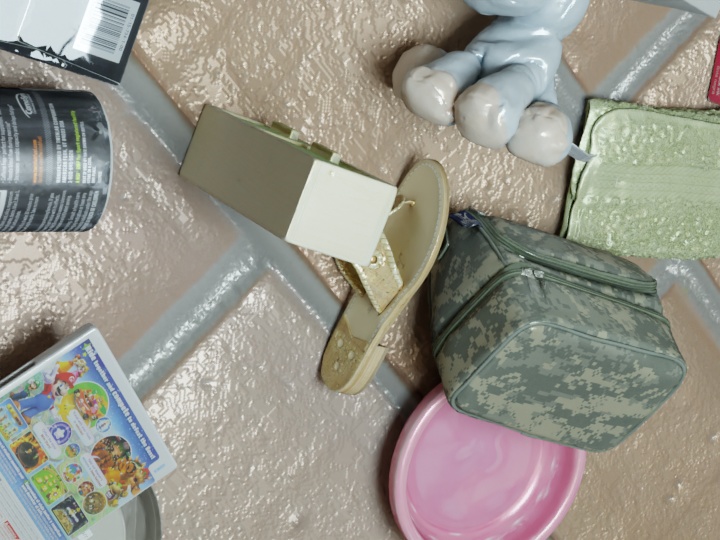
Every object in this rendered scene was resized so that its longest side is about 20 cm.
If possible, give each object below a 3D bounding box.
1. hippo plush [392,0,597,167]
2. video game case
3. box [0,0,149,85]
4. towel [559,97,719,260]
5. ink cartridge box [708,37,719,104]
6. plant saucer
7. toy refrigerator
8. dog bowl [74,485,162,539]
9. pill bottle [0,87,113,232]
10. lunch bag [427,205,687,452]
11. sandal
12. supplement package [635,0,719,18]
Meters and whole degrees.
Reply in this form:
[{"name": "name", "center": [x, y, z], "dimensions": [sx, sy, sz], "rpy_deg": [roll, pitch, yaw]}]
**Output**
[{"name": "hippo plush", "center": [0.137, -0.181, 1.444], "dimensions": [0.200, 0.159, 0.161], "rpy_deg": [13, 106, -30]}, {"name": "video game case", "center": [-0.253, 0.151, 1.361], "dimensions": [0.200, 0.018, 0.143], "rpy_deg": [-34, 118, -15]}, {"name": "box", "center": [-0.209, -0.250, 1.266], "dimensions": [0.132, 0.115, 0.200], "rpy_deg": [16, 99, -33]}, {"name": "towel", "center": [0.273, -0.078, 1.632], "dimensions": [0.200, 0.036, 0.149], "rpy_deg": [2, 106, -29]}, {"name": "ink cartridge box", "center": [0.431, -0.162, 1.594], "dimensions": [0.145, 0.200, 0.084], "rpy_deg": [5, 103, -30]}, {"name": "plant saucer", "center": [0.108, 0.171, 1.615], "dimensions": [0.200, 0.051, 0.201], "rpy_deg": [-9, 109, -26]}, {"name": "toy refrigerator", "center": [-0.057, -0.070, 1.357], "dimensions": [0.076, 0.200, 0.070], "rpy_deg": [18, 97, -31]}, {"name": "dog bowl", "center": [-0.259, 0.214, 1.422], "dimensions": [0.200, 0.059, 0.200], "rpy_deg": [-10, 111, -26]}, {"name": "pill bottle", "center": [-0.286, -0.080, 1.284], "dimensions": [0.200, 0.106, 0.106], "rpy_deg": [0, 106, -29]}, {"name": "lunch bag", "center": [0.157, 0.040, 1.530], "dimensions": [0.200, 0.168, 0.139], "rpy_deg": [16, 129, -28]}, {"name": "sandal", "center": [0.003, 0.002, 1.486], "dimensions": [0.070, 0.078, 0.212], "rpy_deg": [14, 104, -37]}, {"name": "supplement package", "center": [0.215, -0.308, 1.476], "dimensions": [0.200, 0.120, 0.121], "rpy_deg": [22, 94, -33]}]
